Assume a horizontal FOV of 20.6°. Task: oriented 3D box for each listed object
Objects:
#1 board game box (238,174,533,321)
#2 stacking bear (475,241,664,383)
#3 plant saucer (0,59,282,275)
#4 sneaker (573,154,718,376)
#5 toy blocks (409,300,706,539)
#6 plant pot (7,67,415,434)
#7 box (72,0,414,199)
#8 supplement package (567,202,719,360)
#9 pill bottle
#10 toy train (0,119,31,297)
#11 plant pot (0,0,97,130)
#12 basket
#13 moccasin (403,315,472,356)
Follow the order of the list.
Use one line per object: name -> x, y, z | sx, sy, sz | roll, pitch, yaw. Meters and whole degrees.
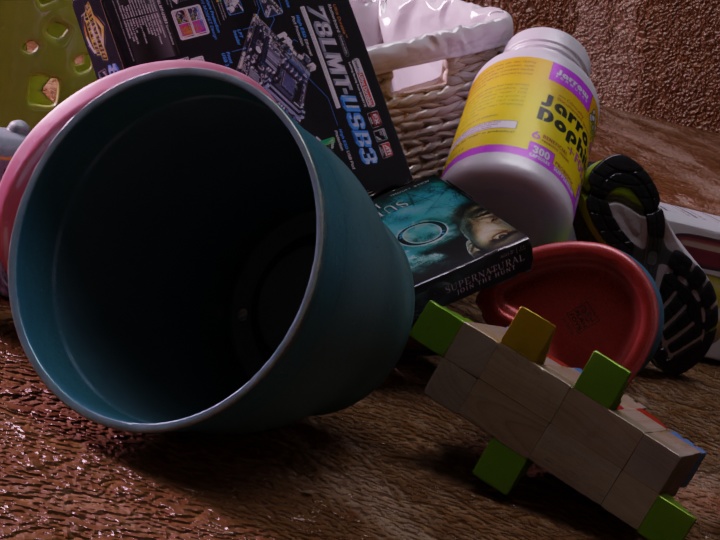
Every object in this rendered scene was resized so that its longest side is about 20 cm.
board game box -> 0.000, 0.000, 1.356 | 0.200, 0.028, 0.135 | -23, 31, -20
stacking bear -> 0.166, 0.037, 1.449 | 0.122, 0.114, 0.200 | 59, 7, 7
plant saucer -> -0.126, -0.035, 1.234 | 0.200, 0.201, 0.051 | 6, 35, -36
sneaker -> 0.221, -0.007, 1.579 | 0.074, 0.200, 0.081 | -30, 19, -13
toy blocks -> 0.131, 0.093, 1.211 | 0.200, 0.100, 0.137 | 32, 7, 18
plant pot -> -0.067, 0.005, 1.142 | 0.200, 0.200, 0.188 | 22, -1, 29
box -> -0.081, -0.125, 1.401 | 0.198, 0.200, 0.050 | -20, 1, -34
supplement package -> 0.249, 0.000, 1.704 | 0.200, 0.114, 0.110 | 12, 11, -13
pill bottle -> 0.126, -0.100, 1.517 | 0.104, 0.104, 0.200 | 16, 44, 3
toy train -> -0.233, -0.045, 1.307 | 0.200, 0.114, 0.085 | 5, 15, -41
plant pot -> -0.221, -0.161, 1.584 | 0.181, 0.199, 0.200 | 3, 13, -9
basket -> -0.003, -0.138, 1.644 | 0.198, 0.161, 0.200 | -16, 23, -32
moccasin -> 0.001, 0.008, 1.440 | 0.074, 0.078, 0.201 | 2, 18, -45
